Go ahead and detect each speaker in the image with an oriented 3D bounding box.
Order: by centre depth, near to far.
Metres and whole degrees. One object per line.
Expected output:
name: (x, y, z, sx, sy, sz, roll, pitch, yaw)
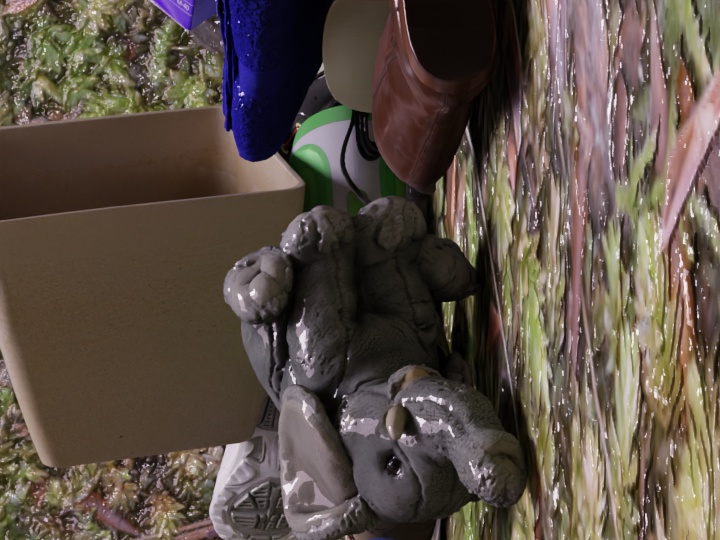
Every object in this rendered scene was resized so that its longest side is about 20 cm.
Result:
speaker: (0.000, 0.000, 1.396, 0.089, 0.088, 0.201, 98, 170, -58)

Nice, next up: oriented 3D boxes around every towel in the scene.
towel: (-0.040, -0.171, 1.298, 0.200, 0.049, 0.148, 96, -160, -61)

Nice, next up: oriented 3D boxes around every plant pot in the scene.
plant pot: (-0.150, 0.012, 1.443, 0.200, 0.199, 0.178, -129, 35, -65)

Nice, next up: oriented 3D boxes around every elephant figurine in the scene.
elephant figurine: (0.012, 0.076, 1.136, 0.155, 0.141, 0.200, 44, -159, -57)

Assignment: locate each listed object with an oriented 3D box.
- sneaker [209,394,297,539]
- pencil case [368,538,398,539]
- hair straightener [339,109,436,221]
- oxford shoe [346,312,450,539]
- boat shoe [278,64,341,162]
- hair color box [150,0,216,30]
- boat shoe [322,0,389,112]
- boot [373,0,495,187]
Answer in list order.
sneaker: (-0.058, 0.108, 1.579, 0.100, 0.078, 0.200, -88, 9, -51)
pencil case: (0.008, 0.238, 1.350, 0.087, 0.078, 0.200, -59, -14, -33)
hair straightener: (0.017, -0.118, 1.328, 0.077, 0.041, 0.201, 15, 119, 40)
oxford shoe: (0.020, 0.102, 1.291, 0.075, 0.070, 0.201, -124, 24, -53)
boat shoe: (-0.020, -0.114, 1.493, 0.063, 0.074, 0.201, 52, 153, -4)
hair color box: (-0.069, -0.241, 1.275, 0.065, 0.109, 0.200, 39, 147, 18)
boat shoe: (0.021, -0.174, 1.232, 0.063, 0.073, 0.202, -95, 12, -47)
boot: (0.031, -0.151, 1.139, 0.200, 0.064, 0.187, 95, 174, -79)
